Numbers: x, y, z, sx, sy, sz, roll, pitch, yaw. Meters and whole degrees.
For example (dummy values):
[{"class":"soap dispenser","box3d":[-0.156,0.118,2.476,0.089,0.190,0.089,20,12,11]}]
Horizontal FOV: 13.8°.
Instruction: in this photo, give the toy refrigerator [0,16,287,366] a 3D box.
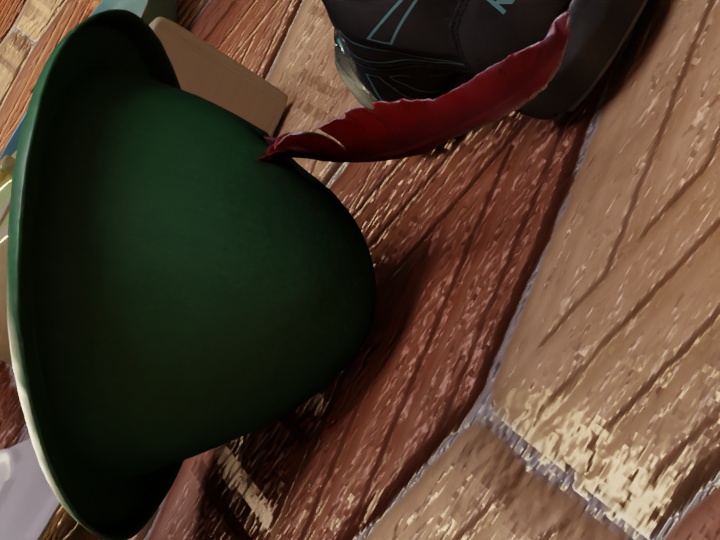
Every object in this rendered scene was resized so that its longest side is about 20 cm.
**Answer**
[{"class":"toy refrigerator","box3d":[-0.112,-0.027,1.232,0.200,0.070,0.076,-34,28,58]}]

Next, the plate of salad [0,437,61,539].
[{"class":"plate of salad","box3d":[-0.159,0.136,1.101,0.200,0.048,0.200,-45,13,13]}]

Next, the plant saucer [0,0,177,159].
[{"class":"plant saucer","box3d":[-0.147,-0.070,1.514,0.200,0.027,0.200,-51,17,22]}]

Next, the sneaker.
[{"class":"sneaker","box3d":[0.023,-0.090,0.905,0.076,0.079,0.200,-61,14,-10]}]

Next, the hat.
[{"class":"hat","box3d":[0.000,0.000,0.898,0.200,0.175,0.166,-36,-57,-72]}]
